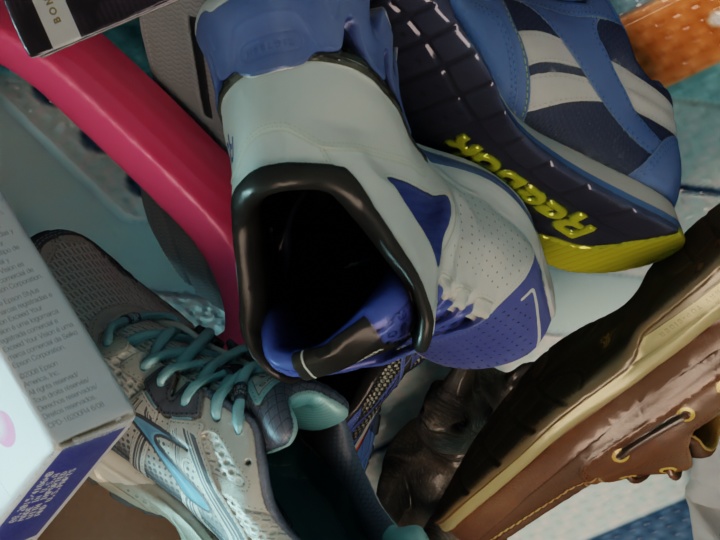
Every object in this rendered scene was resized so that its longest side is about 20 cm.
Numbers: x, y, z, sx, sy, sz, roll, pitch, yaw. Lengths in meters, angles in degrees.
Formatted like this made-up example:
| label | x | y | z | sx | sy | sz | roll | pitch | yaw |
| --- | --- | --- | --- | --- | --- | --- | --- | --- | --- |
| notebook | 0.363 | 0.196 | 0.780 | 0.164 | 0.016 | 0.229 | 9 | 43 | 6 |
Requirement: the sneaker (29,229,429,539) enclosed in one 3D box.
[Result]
| label | x | y | z | sx | sy | sz | roll | pitch | yaw |
| --- | --- | --- | --- | --- | --- | --- | --- | --- | --- |
| sneaker | -0.044 | 0.052 | 0.994 | 0.078 | 0.200 | 0.086 | -29 | 161 | -44 |

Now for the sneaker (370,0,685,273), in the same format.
| label | x | y | z | sx | sy | sz | roll | pitch | yaw |
| --- | --- | --- | --- | --- | --- | --- | --- | --- | --- |
| sneaker | 0.047 | -0.075 | 1.046 | 0.074 | 0.082 | 0.200 | -12 | 144 | 38 |

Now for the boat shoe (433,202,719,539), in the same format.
| label | x | y | z | sx | sy | sz | roll | pitch | yaw |
| --- | --- | --- | --- | --- | --- | --- | --- | --- | --- |
| boat shoe | 0.107 | 0.053 | 1.104 | 0.068 | 0.072 | 0.200 | 41 | 122 | -10 |

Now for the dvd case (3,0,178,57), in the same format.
| label | x | y | z | sx | sy | sz | roll | pitch | yaw |
| --- | --- | --- | --- | --- | --- | --- | --- | --- | --- |
| dvd case | -0.047 | -0.172 | 0.917 | 0.200 | 0.016 | 0.149 | -21 | 98 | 16 |

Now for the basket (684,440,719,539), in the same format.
| label | x | y | z | sx | sy | sz | roll | pitch | yaw |
| --- | --- | --- | --- | --- | --- | --- | --- | --- | --- |
| basket | 0.216 | 0.116 | 1.188 | 0.123 | 0.136 | 0.200 | -6 | 161 | -4 |

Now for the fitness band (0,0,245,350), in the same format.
| label | x | y | z | sx | sy | sz | roll | pitch | yaw |
| --- | --- | --- | --- | --- | --- | --- | --- | --- | --- |
| fitness band | -0.116 | -0.025 | 1.065 | 0.200 | 0.037 | 0.144 | 43 | 137 | -11 |

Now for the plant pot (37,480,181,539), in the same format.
| label | x | y | z | sx | sy | sz | roll | pitch | yaw |
| --- | --- | --- | --- | --- | --- | --- | --- | --- | --- |
| plant pot | -0.073 | 0.144 | 1.096 | 0.200 | 0.200 | 0.175 | -11 | 98 | 6 |

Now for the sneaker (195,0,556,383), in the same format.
| label | x | y | z | sx | sy | sz | roll | pitch | yaw |
| --- | --- | --- | --- | --- | --- | --- | --- | --- | --- |
| sneaker | 0.000 | 0.000 | 0.981 | 0.080 | 0.115 | 0.199 | -13 | 144 | 20 |

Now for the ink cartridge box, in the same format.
| label | x | y | z | sx | sy | sz | roll | pitch | yaw |
| --- | --- | --- | --- | --- | --- | --- | --- | --- | --- |
| ink cartridge box | -0.180 | 0.023 | 1.034 | 0.043 | 0.200 | 0.196 | -21 | 161 | -39 |

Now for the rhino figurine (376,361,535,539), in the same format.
| label | x | y | z | sx | sy | sz | roll | pitch | yaw |
| --- | --- | --- | --- | --- | --- | --- | --- | --- | --- |
| rhino figurine | 0.035 | 0.094 | 1.231 | 0.060 | 0.087 | 0.200 | 29 | 139 | 18 |

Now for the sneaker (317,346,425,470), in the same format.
| label | x | y | z | sx | sy | sz | roll | pitch | yaw |
| --- | --- | --- | --- | --- | --- | --- | --- | --- | --- |
| sneaker | -0.025 | 0.049 | 1.159 | 0.075 | 0.078 | 0.200 | 39 | 126 | 11 |

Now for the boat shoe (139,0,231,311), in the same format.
| label | x | y | z | sx | sy | sz | roll | pitch | yaw |
| --- | --- | --- | --- | --- | --- | --- | --- | --- | --- |
| boat shoe | -0.038 | -0.057 | 1.067 | 0.072 | 0.062 | 0.200 | 29 | 148 | 18 |
